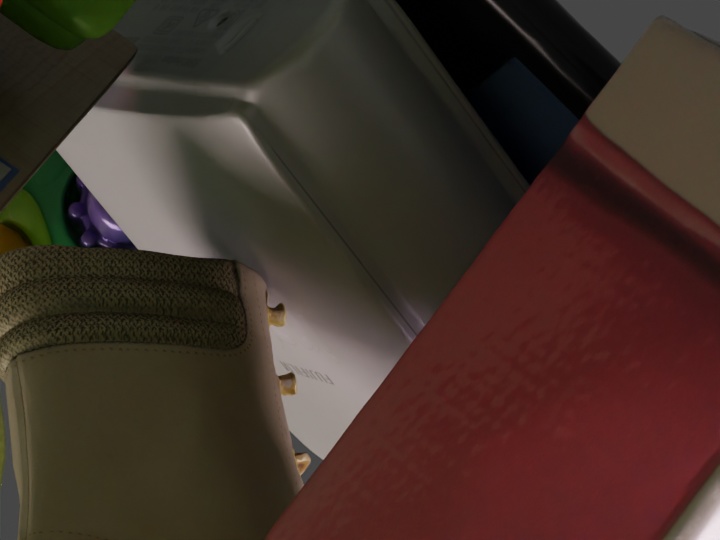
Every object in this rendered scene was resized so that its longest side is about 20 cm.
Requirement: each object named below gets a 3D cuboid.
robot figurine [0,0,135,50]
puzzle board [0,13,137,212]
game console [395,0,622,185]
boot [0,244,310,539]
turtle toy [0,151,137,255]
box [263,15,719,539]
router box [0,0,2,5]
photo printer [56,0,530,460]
[{"bbox_3d":[-0.126,-0.142,0.648,0.200,0.116,0.175,38,173,-12],"label":"robot figurine"},{"bbox_3d":[-0.145,-0.064,0.656,0.151,0.017,0.200,33,-157,-4],"label":"puzzle board"},{"bbox_3d":[0.059,-0.020,0.777,0.200,0.031,0.177,44,167,-4],"label":"game console"},{"bbox_3d":[-0.021,0.081,0.740,0.200,0.073,0.156,19,-130,-39],"label":"boot"},{"bbox_3d":[-0.071,0.002,0.953,0.146,0.101,0.200,35,-151,-31],"label":"turtle toy"},{"bbox_3d":[0.075,0.065,0.620,0.128,0.200,0.109,37,180,-39],"label":"box"},{"bbox_3d":[-0.150,-0.136,0.537,0.200,0.049,0.180,38,137,6],"label":"router box"},{"bbox_3d":[0.000,0.000,0.799,0.200,0.069,0.166,52,160,-26],"label":"photo printer"}]
